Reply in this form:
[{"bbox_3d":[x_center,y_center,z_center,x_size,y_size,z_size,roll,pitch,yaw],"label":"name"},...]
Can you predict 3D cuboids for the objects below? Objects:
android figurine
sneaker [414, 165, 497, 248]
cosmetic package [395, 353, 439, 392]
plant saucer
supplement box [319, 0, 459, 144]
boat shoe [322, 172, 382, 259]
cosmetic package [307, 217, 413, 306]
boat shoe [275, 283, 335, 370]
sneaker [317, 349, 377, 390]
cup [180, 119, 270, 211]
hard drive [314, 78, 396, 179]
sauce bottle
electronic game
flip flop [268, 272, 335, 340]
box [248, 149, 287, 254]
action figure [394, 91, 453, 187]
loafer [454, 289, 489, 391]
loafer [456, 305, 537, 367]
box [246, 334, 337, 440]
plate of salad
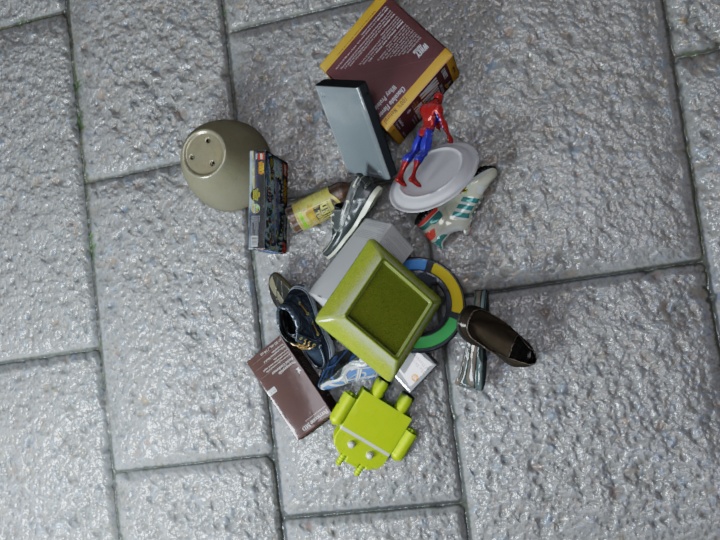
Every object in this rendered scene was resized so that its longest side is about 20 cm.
[{"bbox_3d":[0.022,0.322,1.587,0.181,0.041,0.201,33,92,-11],"label":"android figurine"},{"bbox_3d":[0.210,-0.127,1.586,0.199,0.070,0.094,-39,102,3],"label":"sneaker"},{"bbox_3d":[0.063,0.150,1.604,0.200,0.051,0.083,45,98,12],"label":"cosmetic package"},{"bbox_3d":[0.047,0.075,1.480,0.199,0.048,0.201,40,72,-16],"label":"plant saucer"},{"bbox_3d":[0.063,-0.409,1.593,0.200,0.133,0.198,44,97,12],"label":"supplement box"},{"bbox_3d":[-0.029,-0.110,1.608,0.067,0.072,0.201,34,120,1],"label":"boat shoe"},{"bbox_3d":[0.000,0.000,1.561,0.085,0.107,0.201,44,77,-31],"label":"cosmetic package"},{"bbox_3d":[-0.117,0.136,1.590,0.070,0.091,0.203,-5,117,31],"label":"boat shoe"},{"bbox_3d":[-0.009,0.198,1.566,0.077,0.076,0.199,41,127,-22],"label":"sneaker"},{"bbox_3d":[-0.307,-0.236,1.667,0.197,0.143,0.204,-1,87,13],"label":"cup"},{"bbox_3d":[-0.008,-0.283,1.565,0.033,0.202,0.139,-39,34,-26],"label":"hard drive"},{"bbox_3d":[-0.063,-0.147,1.643,0.198,0.065,0.066,-26,81,10],"label":"sauce bottle"},{"bbox_3d":[0.114,0.068,1.572,0.196,0.042,0.203,0,69,0],"label":"electronic game"},{"bbox_3d":[-0.112,0.071,1.646,0.198,0.058,0.082,32,134,11],"label":"flip flop"},{"bbox_3d":[-0.193,-0.139,1.638,0.039,0.137,0.204,0,87,13],"label":"box"},{"bbox_3d":[0.142,-0.255,1.563,0.065,0.098,0.203,9,78,45],"label":"action figure"},{"bbox_3d":[0.222,0.138,1.559,0.062,0.072,0.204,2,89,19],"label":"loafer"},{"bbox_3d":[0.270,0.126,1.495,0.198,0.071,0.074,29,79,-27],"label":"loafer"},{"bbox_3d":[-0.141,0.243,1.637,0.100,0.075,0.201,-38,81,8],"label":"box"},{"bbox_3d":[0.150,-0.182,1.560,0.198,0.048,0.202,-23,38,19],"label":"plate of salad"}]
